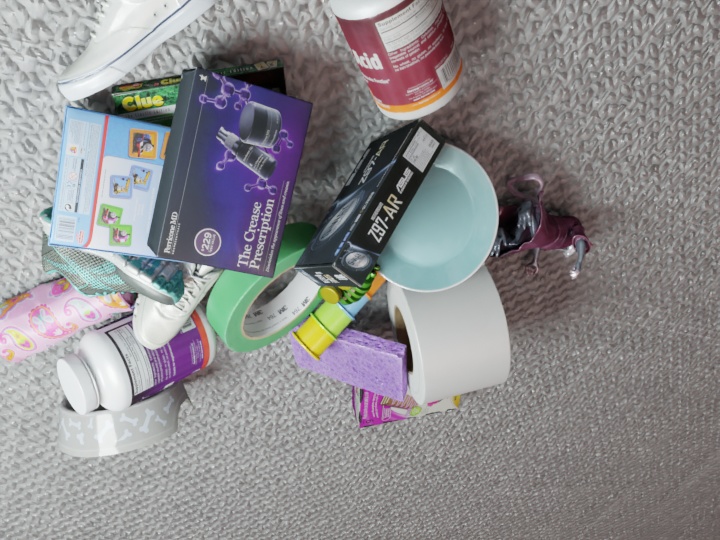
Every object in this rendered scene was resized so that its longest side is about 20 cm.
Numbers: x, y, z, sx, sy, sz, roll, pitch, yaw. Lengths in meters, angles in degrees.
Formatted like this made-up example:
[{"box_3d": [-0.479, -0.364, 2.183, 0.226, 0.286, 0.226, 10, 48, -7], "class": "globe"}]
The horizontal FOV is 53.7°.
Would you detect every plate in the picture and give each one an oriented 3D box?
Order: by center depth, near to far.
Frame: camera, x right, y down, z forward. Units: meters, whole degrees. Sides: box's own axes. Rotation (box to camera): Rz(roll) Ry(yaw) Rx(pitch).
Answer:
[{"box_3d": [0.090, -0.073, 0.967, 0.198, 0.202, 0.026, -34, 175, 14], "class": "plate"}]

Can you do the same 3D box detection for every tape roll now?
[{"box_3d": [-0.118, 0.025, 0.987, 0.199, 0.048, 0.202, -36, 156, -18], "class": "tape roll"}, {"box_3d": [0.130, 0.090, 1.092, 0.136, 0.205, 0.205, -13, 136, -7], "class": "tape roll"}]

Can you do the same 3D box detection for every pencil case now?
[{"box_3d": [-0.392, 0.050, 0.951, 0.197, 0.088, 0.088, -24, 136, 2], "class": "pencil case"}]

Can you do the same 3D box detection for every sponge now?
[{"box_3d": [-0.019, 0.136, 1.122, 0.196, 0.030, 0.113, 15, 138, 21], "class": "sponge"}]

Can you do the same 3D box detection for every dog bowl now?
[{"box_3d": [-0.347, 0.201, 1.044, 0.196, 0.200, 0.060, -11, 101, -10], "class": "dog bowl"}]

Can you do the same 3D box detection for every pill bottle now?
[{"box_3d": [0.034, -0.276, 0.772, 0.112, 0.115, 0.201, -26, 135, 6], "class": "pill bottle"}, {"box_3d": [-0.302, 0.116, 0.972, 0.198, 0.112, 0.114, -26, 146, -39], "class": "pill bottle"}]

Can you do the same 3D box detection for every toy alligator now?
[{"box_3d": [0.000, 0.000, 0.954, 0.054, 0.060, 0.200, 37, 139, -4], "class": "toy alligator"}]

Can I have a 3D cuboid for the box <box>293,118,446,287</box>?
[{"box_3d": [0.008, -0.076, 0.861, 0.043, 0.160, 0.202, 34, 78, -17], "class": "box"}]

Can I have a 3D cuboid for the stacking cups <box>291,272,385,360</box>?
[{"box_3d": [-0.013, 0.043, 1.064, 0.200, 0.060, 0.061, -45, 134, -4], "class": "stacking cups"}]

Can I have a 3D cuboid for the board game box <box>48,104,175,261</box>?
[{"box_3d": [-0.246, -0.093, 0.822, 0.196, 0.037, 0.155, 8, 99, -24], "class": "board game box"}]

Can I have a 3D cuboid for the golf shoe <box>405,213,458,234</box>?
[{"box_3d": [0.098, -0.076, 1.006, 0.196, 0.089, 0.078, -18, 138, -1], "class": "golf shoe"}]

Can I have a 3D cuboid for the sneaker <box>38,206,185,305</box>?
[{"box_3d": [-0.308, -0.001, 0.878, 0.197, 0.078, 0.092, 28, 115, 6], "class": "sneaker"}]

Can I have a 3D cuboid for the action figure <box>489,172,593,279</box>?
[{"box_3d": [0.284, -0.064, 1.101, 0.197, 0.133, 0.153, 0, 91, -36], "class": "action figure"}]

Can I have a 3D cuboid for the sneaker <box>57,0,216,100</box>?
[{"box_3d": [-0.241, -0.257, 0.731, 0.199, 0.073, 0.071, -37, 125, 3], "class": "sneaker"}]

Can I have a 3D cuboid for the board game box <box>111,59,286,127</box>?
[{"box_3d": [-0.183, -0.184, 0.846, 0.196, 0.024, 0.106, -11, 136, -9], "class": "board game box"}]

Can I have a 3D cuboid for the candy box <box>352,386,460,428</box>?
[{"box_3d": [0.086, 0.206, 1.287, 0.195, 0.062, 0.138, -10, 134, -12], "class": "candy box"}]

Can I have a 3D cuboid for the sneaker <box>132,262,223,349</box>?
[{"box_3d": [-0.224, 0.011, 0.916, 0.075, 0.081, 0.202, 35, 81, -25], "class": "sneaker"}]

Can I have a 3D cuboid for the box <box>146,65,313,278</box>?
[{"box_3d": [-0.148, -0.107, 0.801, 0.138, 0.079, 0.204, 10, 97, -25], "class": "box"}]
